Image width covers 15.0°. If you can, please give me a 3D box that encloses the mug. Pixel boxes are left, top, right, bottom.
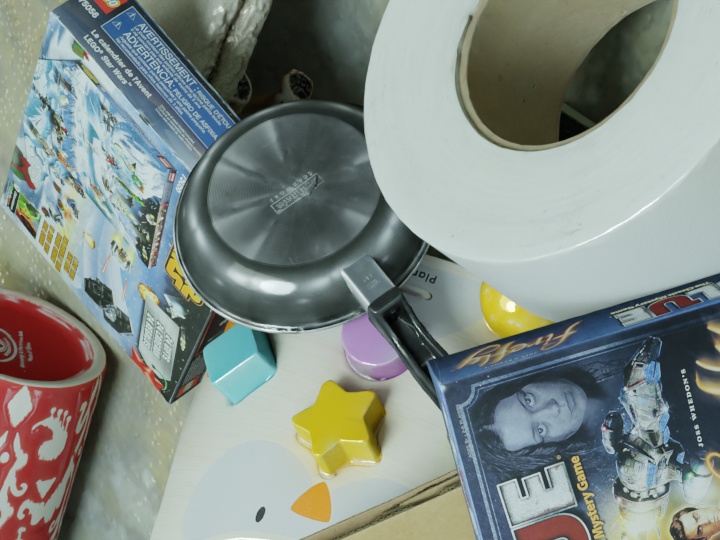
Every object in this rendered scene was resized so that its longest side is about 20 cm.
[{"bbox_3d":[-0.233,0.107,1.500,0.177,0.133,0.200,40,119,35],"label":"mug"}]

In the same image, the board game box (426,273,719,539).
[{"bbox_3d":[0.116,0.111,1.045,0.035,0.135,0.201,-115,9,-74],"label":"board game box"}]

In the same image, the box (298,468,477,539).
[{"bbox_3d":[0.073,0.168,1.084,0.021,0.163,0.200,-125,12,-73],"label":"box"}]

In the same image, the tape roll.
[{"bbox_3d":[0.099,-0.082,1.086,0.202,0.071,0.203,-21,55,33],"label":"tape roll"}]

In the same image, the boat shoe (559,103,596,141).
[{"bbox_3d":[0.066,-0.035,1.194,0.199,0.066,0.075,28,116,42],"label":"boat shoe"}]

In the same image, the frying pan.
[{"bbox_3d":[-0.017,0.004,1.127,0.031,0.115,0.190,70,-175,-57],"label":"frying pan"}]

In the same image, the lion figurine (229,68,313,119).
[{"bbox_3d":[-0.063,-0.032,1.335,0.122,0.072,0.201,-20,83,51],"label":"lion figurine"}]

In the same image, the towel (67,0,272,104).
[{"bbox_3d":[-0.070,-0.172,1.299,0.132,0.034,0.200,24,90,50],"label":"towel"}]

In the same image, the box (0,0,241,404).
[{"bbox_3d":[-0.102,-0.033,1.283,0.137,0.040,0.200,49,154,10],"label":"box"}]

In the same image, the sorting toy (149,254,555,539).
[{"bbox_3d":[-0.004,0.086,1.146,0.199,0.180,0.107,16,150,19],"label":"sorting toy"}]
